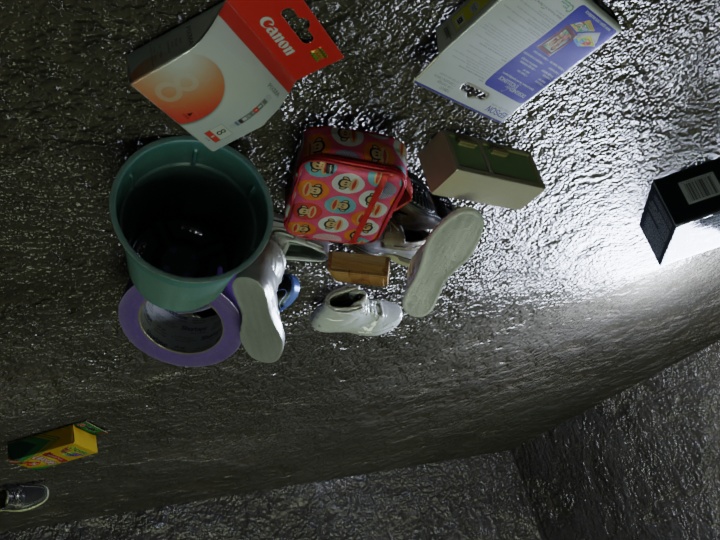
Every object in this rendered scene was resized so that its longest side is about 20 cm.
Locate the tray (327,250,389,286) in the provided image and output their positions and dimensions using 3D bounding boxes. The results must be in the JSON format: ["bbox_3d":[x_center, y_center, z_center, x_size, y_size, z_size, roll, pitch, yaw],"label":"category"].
[{"bbox_3d":[0.000,0.000,1.255,0.098,0.037,0.200,6,176,3],"label":"tray"}]

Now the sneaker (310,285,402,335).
[{"bbox_3d":[0.009,0.080,1.473,0.199,0.074,0.116,-3,155,-23],"label":"sneaker"}]

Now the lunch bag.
[{"bbox_3d":[-0.013,-0.115,1.032,0.175,0.082,0.200,7,151,-12],"label":"lunch bag"}]

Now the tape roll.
[{"bbox_3d":[-0.279,0.057,1.169,0.199,0.085,0.201,1,130,2],"label":"tape roll"}]

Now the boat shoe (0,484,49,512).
[{"bbox_3d":[-0.991,0.645,2.056,0.200,0.072,0.066,-4,157,-15],"label":"boat shoe"}]

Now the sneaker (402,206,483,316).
[{"bbox_3d":[0.127,-0.034,1.168,0.073,0.116,0.200,28,117,-8],"label":"sneaker"}]

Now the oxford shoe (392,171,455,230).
[{"bbox_3d":[0.078,-0.101,1.166,0.084,0.073,0.200,-26,153,24],"label":"oxford shoe"}]

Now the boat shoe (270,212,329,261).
[{"bbox_3d":[-0.134,-0.049,1.154,0.199,0.067,0.074,-1,151,-29],"label":"boat shoe"}]

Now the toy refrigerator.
[{"bbox_3d":[0.191,-0.154,1.121,0.199,0.076,0.070,6,147,-37],"label":"toy refrigerator"}]

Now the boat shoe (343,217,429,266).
[{"bbox_3d":[0.041,-0.063,1.233,0.199,0.075,0.068,12,131,-46],"label":"boat shoe"}]

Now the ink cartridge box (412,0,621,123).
[{"bbox_3d":[0.190,-0.281,0.902,0.197,0.047,0.200,10,146,-45],"label":"ink cartridge box"}]

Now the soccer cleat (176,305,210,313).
[{"bbox_3d":[-0.254,0.031,1.255,0.199,0.070,0.078,-13,160,11],"label":"soccer cleat"}]

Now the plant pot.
[{"bbox_3d":[-0.235,-0.043,0.981,0.199,0.201,0.196,-5,160,-22],"label":"plant pot"}]

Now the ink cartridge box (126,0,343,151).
[{"bbox_3d":[-0.132,-0.224,0.821,0.199,0.050,0.162,-20,155,16],"label":"ink cartridge box"}]

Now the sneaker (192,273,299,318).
[{"bbox_3d":[-0.209,0.054,1.315,0.199,0.071,0.078,-23,160,17],"label":"sneaker"}]

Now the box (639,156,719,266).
[{"bbox_3d":[0.653,-0.112,1.435,0.148,0.108,0.200,-19,155,6],"label":"box"}]

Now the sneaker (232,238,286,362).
[{"bbox_3d":[-0.142,0.043,1.123,0.073,0.116,0.201,9,135,8],"label":"sneaker"}]

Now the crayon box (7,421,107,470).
[{"bbox_3d":[-0.742,0.434,1.797,0.199,0.051,0.127,-17,154,1],"label":"crayon box"}]
